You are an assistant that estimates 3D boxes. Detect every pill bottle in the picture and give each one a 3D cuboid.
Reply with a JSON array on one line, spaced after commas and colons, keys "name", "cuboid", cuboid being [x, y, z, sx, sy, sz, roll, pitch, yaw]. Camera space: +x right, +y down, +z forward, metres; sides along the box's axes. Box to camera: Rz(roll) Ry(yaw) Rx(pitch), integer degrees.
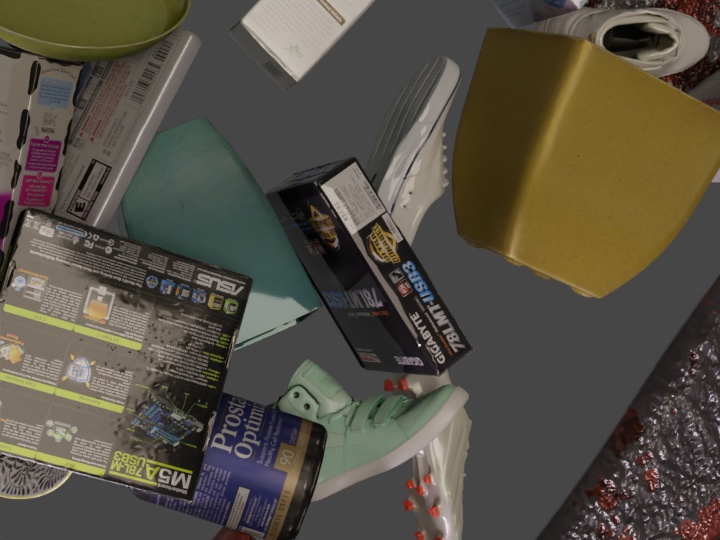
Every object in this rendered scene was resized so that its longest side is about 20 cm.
[{"name": "pill bottle", "cuboid": [-0.138, 0.160, 1.295, 0.199, 0.112, 0.113, 18, 87, -4]}]

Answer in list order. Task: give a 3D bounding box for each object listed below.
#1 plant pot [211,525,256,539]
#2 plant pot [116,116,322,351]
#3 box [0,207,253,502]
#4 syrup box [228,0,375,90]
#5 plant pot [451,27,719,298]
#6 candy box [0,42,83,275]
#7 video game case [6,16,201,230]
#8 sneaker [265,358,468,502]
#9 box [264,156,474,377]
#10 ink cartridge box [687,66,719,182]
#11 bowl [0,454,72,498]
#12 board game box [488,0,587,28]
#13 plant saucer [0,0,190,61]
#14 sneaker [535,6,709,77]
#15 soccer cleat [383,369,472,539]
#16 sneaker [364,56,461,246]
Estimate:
[{"name": "plant pot", "cuboid": [-0.118, 0.350, 1.321, 0.200, 0.201, 0.196, 40, 74, -12]}, {"name": "plant pot", "cuboid": [-0.145, -0.025, 1.327, 0.140, 0.141, 0.201, -22, 86, -12]}, {"name": "box", "cuboid": [-0.206, 0.070, 1.191, 0.199, 0.047, 0.195, 17, 85, -19]}, {"name": "syrup box", "cuboid": [-0.026, -0.270, 1.374, 0.081, 0.079, 0.200, 44, 81, -11]}, {"name": "plant pot", "cuboid": [0.194, -0.092, 1.372, 0.193, 0.195, 0.201, 23, 93, -24]}, {"name": "candy box", "cuboid": [-0.322, -0.094, 1.254, 0.136, 0.061, 0.202, 18, 100, 28]}, {"name": "video game case", "cuboid": [-0.256, -0.145, 1.295, 0.181, 0.022, 0.201, 24, 85, 26]}, {"name": "sneaker", "cuboid": [-0.004, 0.126, 1.355, 0.200, 0.074, 0.119, -30, 95, 27]}, {"name": "box", "cuboid": [0.000, 0.000, 1.326, 0.050, 0.200, 0.199, -32, 99, -16]}, {"name": "ink cartridge box", "cuboid": [0.409, -0.178, 1.451, 0.200, 0.145, 0.084, -39, 100, -9]}, {"name": "bowl", "cuboid": [-0.304, 0.090, 1.290, 0.199, 0.094, 0.202, 11, 118, 21]}, {"name": "board game box", "cuboid": [0.117, -0.316, 1.346, 0.043, 0.200, 0.199, -43, 101, -5]}, {"name": "plant saucer", "cuboid": [-0.244, -0.231, 1.242, 0.198, 0.201, 0.031, 3, 130, -14]}, {"name": "sneaker", "cuboid": [0.281, -0.216, 1.417, 0.199, 0.115, 0.074, -2, 105, -29]}, {"name": "soccer cleat", "cuboid": [0.079, 0.178, 1.421, 0.077, 0.069, 0.202, -15, 98, -30]}, {"name": "sneaker", "cuboid": [0.052, -0.105, 1.411, 0.071, 0.073, 0.201, 26, 91, -29]}]
